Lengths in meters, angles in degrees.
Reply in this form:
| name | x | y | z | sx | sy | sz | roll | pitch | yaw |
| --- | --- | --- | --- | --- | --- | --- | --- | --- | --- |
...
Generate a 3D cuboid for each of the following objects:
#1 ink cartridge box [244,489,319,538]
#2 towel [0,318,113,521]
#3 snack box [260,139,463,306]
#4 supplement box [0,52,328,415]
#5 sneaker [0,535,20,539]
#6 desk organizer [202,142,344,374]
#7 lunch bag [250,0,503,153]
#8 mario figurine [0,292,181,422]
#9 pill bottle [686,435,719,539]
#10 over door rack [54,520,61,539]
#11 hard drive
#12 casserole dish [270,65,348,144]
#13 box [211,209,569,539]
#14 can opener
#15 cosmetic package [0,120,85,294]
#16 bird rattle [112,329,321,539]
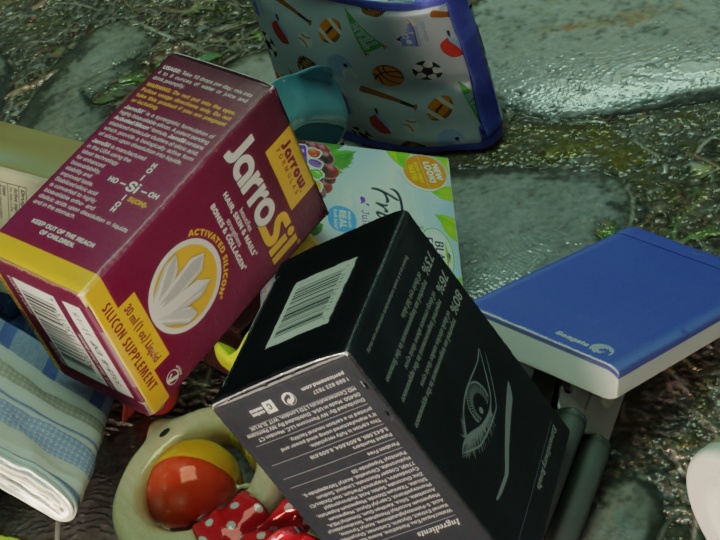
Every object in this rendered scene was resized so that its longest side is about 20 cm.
| name | x | y | z | sx | sy | sz | roll | pitch | yaw |
| --- | --- | --- | --- | --- | --- | --- | --- | --- | --- |
| ink cartridge box | -0.094 | 0.231 | 1.144 | 0.200 | 0.048 | 0.145 | -33 | 43 | -23 |
| towel | -0.232 | 0.082 | 1.185 | 0.024 | 0.147 | 0.200 | -54 | 10 | 15 |
| snack box | 0.000 | 0.000 | 1.313 | 0.142 | 0.053 | 0.200 | 7 | 52 | -15 |
| supplement box | -0.132 | -0.026 | 1.216 | 0.103 | 0.131 | 0.200 | 21 | 60 | 36 |
| sneaker | -0.181 | 0.211 | 1.098 | 0.200 | 0.074 | 0.084 | -2 | 47 | 30 |
| desk organizer | -0.046 | -0.004 | 1.388 | 0.077 | 0.072 | 0.200 | 26 | 55 | 35 |
| lunch bag | 0.024 | -0.193 | 1.509 | 0.200 | 0.170 | 0.124 | 21 | 57 | 37 |
| mario figurine | -0.226 | 0.059 | 1.332 | 0.200 | 0.123 | 0.106 | 22 | 88 | 11 |
| pill bottle | 0.310 | 0.110 | 1.106 | 0.200 | 0.120 | 0.120 | -32 | 43 | -19 |
| over door rack | -0.272 | 0.205 | 1.222 | 0.147 | 0.067 | 0.200 | -10 | 40 | 6 |
| hard drive | 0.182 | 0.024 | 1.263 | 0.132 | 0.025 | 0.200 | 23 | 32 | 36 |
| casserole dish | -0.083 | -0.077 | 1.420 | 0.200 | 0.121 | 0.039 | -45 | 71 | 22 |
| box | 0.025 | 0.091 | 1.101 | 0.104 | 0.200 | 0.148 | -23 | 25 | 31 |
| can opener | 0.135 | 0.122 | 1.212 | 0.066 | 0.053 | 0.200 | -30 | 24 | 40 |
| cosmetic package | -0.275 | -0.051 | 1.299 | 0.200 | 0.105 | 0.071 | 16 | 31 | 21 |
| bird rattle | -0.083 | 0.147 | 1.162 | 0.163 | 0.113 | 0.200 | -10 | 52 | 26 |
